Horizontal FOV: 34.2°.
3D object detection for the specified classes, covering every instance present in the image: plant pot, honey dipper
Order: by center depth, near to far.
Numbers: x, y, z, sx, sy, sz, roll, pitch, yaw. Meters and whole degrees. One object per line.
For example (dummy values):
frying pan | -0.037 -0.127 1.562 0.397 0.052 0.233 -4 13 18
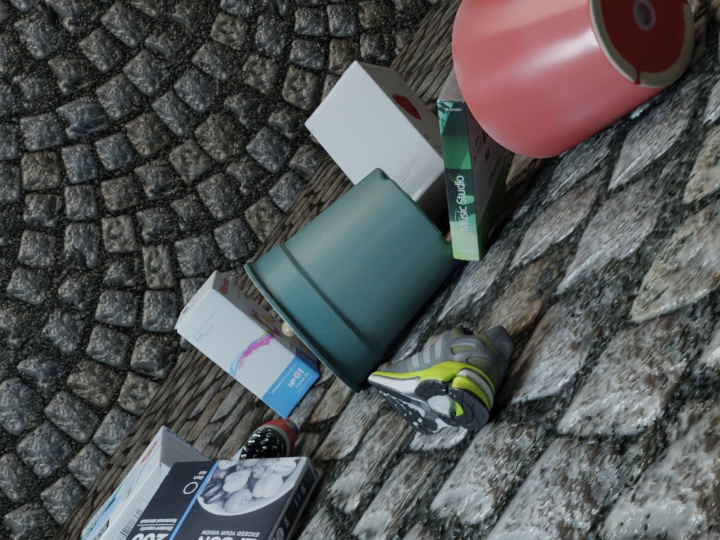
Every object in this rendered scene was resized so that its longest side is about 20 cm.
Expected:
plant pot | 0.219 -0.228 1.161 0.176 0.200 0.202 -14 37 56
plant pot | 0.000 0.000 1.362 0.196 0.200 0.200 -44 10 1
honey dipper | -0.080 0.087 1.653 0.038 0.038 0.200 -51 -8 1

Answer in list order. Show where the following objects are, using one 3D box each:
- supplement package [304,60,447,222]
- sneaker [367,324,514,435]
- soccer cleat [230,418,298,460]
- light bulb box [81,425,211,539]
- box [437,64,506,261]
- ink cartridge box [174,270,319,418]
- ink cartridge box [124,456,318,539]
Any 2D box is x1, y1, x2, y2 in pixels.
supplement package | 0.044 -0.170 1.595 0.120 0.201 0.121 -47 -18 22
sneaker | 0.074 0.093 1.033 0.081 0.074 0.199 -48 15 -21
soccer cleat | -0.148 0.265 1.475 0.201 0.068 0.073 -50 -8 19
light bulb box | -0.281 0.345 1.597 0.199 0.124 0.200 -52 11 -1
box | 0.126 -0.134 1.298 0.036 0.203 0.145 3 37 20
ink cartridge box | -0.159 0.101 1.666 0.085 0.199 0.145 -50 10 4
ink cartridge box | -0.164 0.287 1.251 0.195 0.044 0.201 -8 36 31
